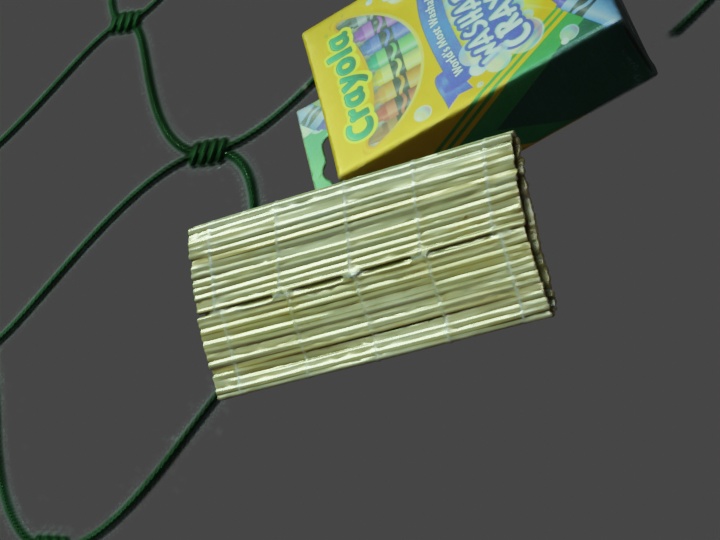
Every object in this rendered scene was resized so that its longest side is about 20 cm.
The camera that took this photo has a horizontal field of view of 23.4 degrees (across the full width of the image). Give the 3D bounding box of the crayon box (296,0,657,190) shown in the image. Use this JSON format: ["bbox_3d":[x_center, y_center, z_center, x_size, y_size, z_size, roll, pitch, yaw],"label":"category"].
[{"bbox_3d":[0.046,-0.109,0.938,0.199,0.052,0.126,-30,45,15],"label":"crayon box"}]

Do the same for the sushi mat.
[{"bbox_3d":[0.000,0.000,0.886,0.199,0.012,0.096,-15,80,27],"label":"sushi mat"}]
